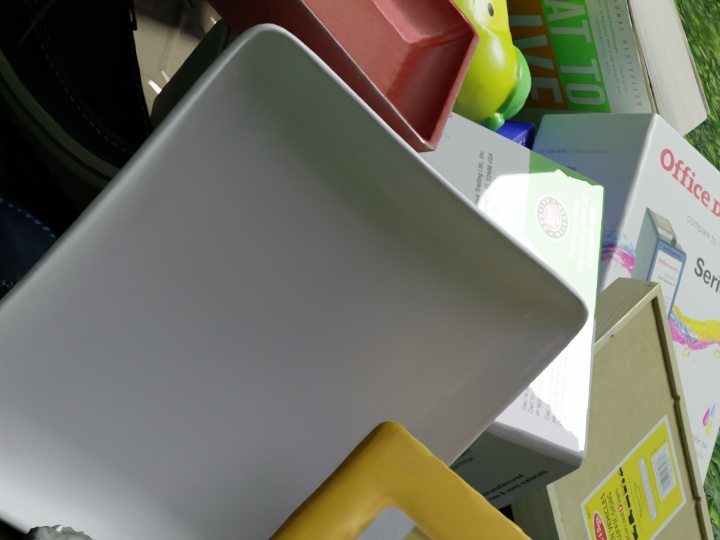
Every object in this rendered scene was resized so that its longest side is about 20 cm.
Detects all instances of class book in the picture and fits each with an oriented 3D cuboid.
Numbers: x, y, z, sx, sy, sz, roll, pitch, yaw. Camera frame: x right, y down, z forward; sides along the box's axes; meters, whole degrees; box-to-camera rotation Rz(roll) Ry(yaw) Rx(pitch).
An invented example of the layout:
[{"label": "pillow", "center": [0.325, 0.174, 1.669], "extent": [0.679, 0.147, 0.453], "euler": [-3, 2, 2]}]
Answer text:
[{"label": "book", "center": [0.103, -0.146, 1.114], "extent": [0.048, 0.200, 0.134], "euler": [-34, 116, -32]}]

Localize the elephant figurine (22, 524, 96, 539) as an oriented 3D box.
[{"label": "elephant figurine", "center": [-0.126, 0.130, 0.507], "extent": [0.141, 0.155, 0.200], "euler": [24, -14, 37]}]

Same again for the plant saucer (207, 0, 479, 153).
[{"label": "plant saucer", "center": [-0.036, -0.138, 0.739], "extent": [0.200, 0.037, 0.200], "euler": [49, 19, -9]}]

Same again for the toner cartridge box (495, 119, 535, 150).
[{"label": "toner cartridge box", "center": [0.024, -0.047, 0.995], "extent": [0.200, 0.095, 0.043], "euler": [-37, 132, -65]}]

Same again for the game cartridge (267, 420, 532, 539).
[{"label": "game cartridge", "center": [0.012, 0.173, 0.629], "extent": [0.176, 0.032, 0.200], "euler": [40, 57, 9]}]

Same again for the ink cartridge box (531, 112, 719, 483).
[{"label": "ink cartridge box", "center": [0.142, 0.030, 1.044], "extent": [0.145, 0.087, 0.200], "euler": [36, 65, -43]}]

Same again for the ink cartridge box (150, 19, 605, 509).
[{"label": "ink cartridge box", "center": [0.000, 0.000, 0.800], "extent": [0.200, 0.084, 0.145], "euler": [23, 56, -23]}]

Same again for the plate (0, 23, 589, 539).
[{"label": "plate", "center": [-0.042, 0.031, 0.682], "extent": [0.200, 0.200, 0.032], "euler": [39, 8, -36]}]

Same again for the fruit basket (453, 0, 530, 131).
[{"label": "fruit basket", "center": [0.017, -0.175, 1.022], "extent": [0.215, 0.156, 0.216], "euler": [18, 17, -6]}]

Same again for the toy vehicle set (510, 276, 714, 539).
[{"label": "toy vehicle set", "center": [0.130, 0.121, 0.951], "extent": [0.124, 0.026, 0.200], "euler": [-37, 121, -40]}]

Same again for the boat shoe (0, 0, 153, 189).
[{"label": "boat shoe", "center": [-0.126, -0.127, 0.774], "extent": [0.075, 0.062, 0.200], "euler": [5, 61, -58]}]

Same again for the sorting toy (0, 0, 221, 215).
[{"label": "sorting toy", "center": [-0.117, -0.107, 0.872], "extent": [0.185, 0.036, 0.200], "euler": [55, 29, -12]}]

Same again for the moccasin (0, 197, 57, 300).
[{"label": "moccasin", "center": [-0.162, -0.025, 0.628], "extent": [0.200, 0.068, 0.081], "euler": [21, 29, -56]}]
